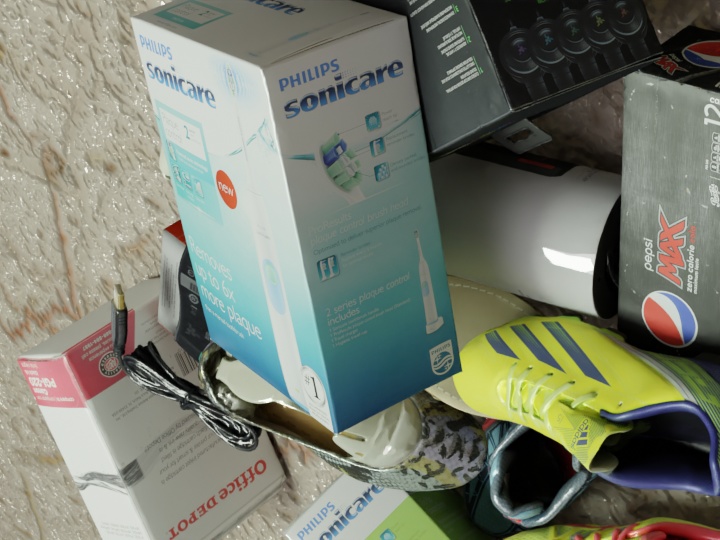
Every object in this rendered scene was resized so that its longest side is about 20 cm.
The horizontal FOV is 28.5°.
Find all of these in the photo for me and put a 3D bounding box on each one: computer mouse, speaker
[{"bbox_3d":[-0.116,0.028,1.004,0.140,0.046,0.201,28,138,19],"label":"computer mouse"},{"bbox_3d":[0.064,-0.034,0.815,0.199,0.081,0.082,17,129,31],"label":"speaker"}]

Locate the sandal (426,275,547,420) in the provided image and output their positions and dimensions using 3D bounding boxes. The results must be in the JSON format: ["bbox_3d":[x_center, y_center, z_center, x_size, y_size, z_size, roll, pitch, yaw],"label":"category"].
[{"bbox_3d":[0.045,0.038,0.880,0.211,0.070,0.078,14,92,24],"label":"sandal"}]

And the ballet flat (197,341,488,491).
[{"bbox_3d":[-0.019,0.089,0.890,0.199,0.072,0.072,19,131,20],"label":"ballet flat"}]

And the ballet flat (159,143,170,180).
[{"bbox_3d":[-0.093,-0.069,0.986,0.200,0.072,0.068,47,146,12],"label":"ballet flat"}]

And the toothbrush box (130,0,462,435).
[{"bbox_3d":[-0.033,-0.040,0.741,0.146,0.085,0.201,30,137,51],"label":"toothbrush box"}]

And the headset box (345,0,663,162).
[{"bbox_3d":[0.041,-0.151,0.706,0.201,0.092,0.174,68,157,0],"label":"headset box"}]

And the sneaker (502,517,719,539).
[{"bbox_3d":[0.156,0.177,0.837,0.199,0.079,0.090,-5,149,17],"label":"sneaker"}]

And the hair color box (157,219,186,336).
[{"bbox_3d":[-0.061,0.045,1.046,0.200,0.061,0.102,37,138,25],"label":"hair color box"}]

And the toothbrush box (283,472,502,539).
[{"bbox_3d":[0.059,0.217,0.965,0.200,0.086,0.146,48,-173,11],"label":"toothbrush box"}]

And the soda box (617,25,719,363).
[{"bbox_3d":[0.178,-0.019,0.735,0.071,0.063,0.201,23,131,36],"label":"soda box"}]

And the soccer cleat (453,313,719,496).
[{"bbox_3d":[0.120,0.071,0.739,0.199,0.084,0.065,9,123,41],"label":"soccer cleat"}]

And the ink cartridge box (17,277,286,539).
[{"bbox_3d":[-0.165,0.124,1.147,0.085,0.145,0.201,-7,111,48],"label":"ink cartridge box"}]

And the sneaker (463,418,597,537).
[{"bbox_3d":[0.103,0.121,0.895,0.079,0.095,0.200,47,142,12],"label":"sneaker"}]
